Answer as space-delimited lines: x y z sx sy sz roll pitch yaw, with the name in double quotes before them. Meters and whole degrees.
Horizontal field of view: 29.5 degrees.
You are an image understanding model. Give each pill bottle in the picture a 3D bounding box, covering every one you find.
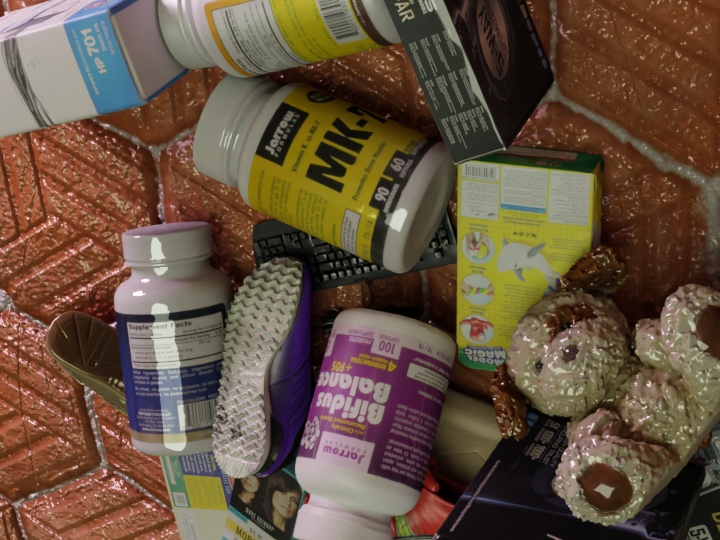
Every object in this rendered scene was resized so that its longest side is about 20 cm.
"pill bottle" -0.030 -0.086 1.134 0.199 0.114 0.115 24 123 14
"pill bottle" -0.167 0.060 1.260 0.111 0.111 0.201 -2 99 23
"pill bottle" 0.007 0.142 1.177 0.112 0.112 0.201 11 76 17
"pill bottle" -0.058 -0.216 1.084 0.199 0.109 0.110 -8 112 26

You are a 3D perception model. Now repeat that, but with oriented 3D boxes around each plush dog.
"plush dog" 0.197 0.082 1.083 0.172 0.160 0.200 36 94 22

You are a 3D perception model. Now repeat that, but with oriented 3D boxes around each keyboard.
"keyboard" 0.000 0.000 1.226 0.199 0.021 0.128 -11 111 28

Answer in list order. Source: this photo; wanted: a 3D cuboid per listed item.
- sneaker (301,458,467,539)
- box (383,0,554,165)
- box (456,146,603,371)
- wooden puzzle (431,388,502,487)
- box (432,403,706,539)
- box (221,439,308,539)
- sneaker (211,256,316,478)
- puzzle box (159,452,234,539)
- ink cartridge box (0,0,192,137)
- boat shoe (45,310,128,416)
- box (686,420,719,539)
"sneaker" 0.045 0.209 1.241 0.199 0.077 0.085 4 108 8
"box" 0.072 -0.199 1.009 0.043 0.160 0.201 -16 108 28
"box" 0.141 -0.003 1.151 0.117 0.048 0.201 8 116 17
"wooden puzzle" 0.061 0.193 1.289 0.184 0.046 0.201 20 117 12
"box" 0.166 0.216 1.103 0.163 0.200 0.086 21 127 21
"box" -0.086 0.251 1.331 0.082 0.049 0.201 31 125 26
"sneaker" -0.074 0.089 1.244 0.069 0.099 0.201 10 85 33
"puzzle box" -0.127 0.255 1.408 0.132 0.025 0.201 0 115 23
"ink cartridge box" -0.242 -0.182 1.156 0.199 0.147 0.086 -8 114 26
"boat shoe" -0.220 0.108 1.353 0.200 0.071 0.065 36 159 -7
"box" 0.303 0.169 1.169 0.157 0.050 0.201 -18 107 30
